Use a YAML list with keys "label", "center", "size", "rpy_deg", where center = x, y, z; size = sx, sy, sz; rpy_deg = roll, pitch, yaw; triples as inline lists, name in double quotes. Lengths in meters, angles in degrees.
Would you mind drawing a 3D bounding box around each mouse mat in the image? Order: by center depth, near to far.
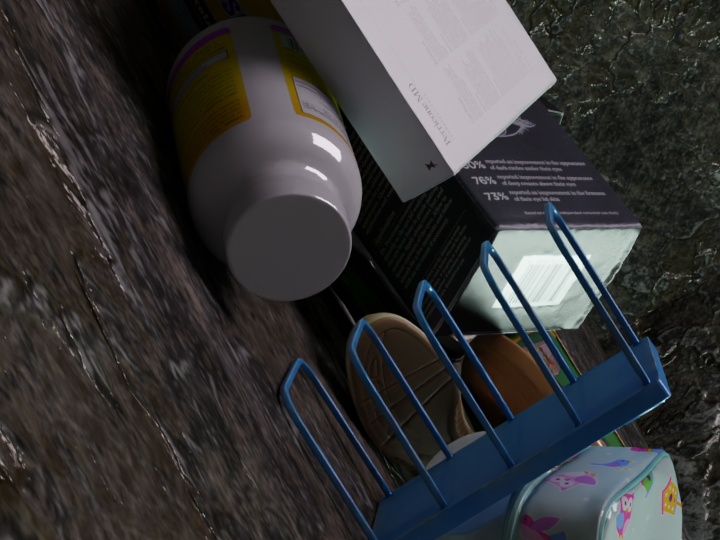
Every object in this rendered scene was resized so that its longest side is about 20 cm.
- label: "mouse mat"
  center: [0.011, 0.030, 1.678]
  size: [0.161, 0.008, 0.200]
  rpy_deg: [36, -17, 52]

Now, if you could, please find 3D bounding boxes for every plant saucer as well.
- label: "plant saucer"
  center: [0.129, 0.136, 1.675]
  size: [0.200, 0.037, 0.200]
  rpy_deg: [54, -13, 19]

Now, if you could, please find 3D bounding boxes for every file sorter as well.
- label: "file sorter"
  center: [0.067, 0.064, 1.412]
  size: [0.123, 0.200, 0.139]
  rpy_deg: [58, 8, -6]

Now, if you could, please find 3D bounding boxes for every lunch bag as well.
- label: "lunch bag"
  center: [0.133, 0.205, 1.420]
  size: [0.160, 0.077, 0.201]
  rpy_deg: [-22, 115, -59]

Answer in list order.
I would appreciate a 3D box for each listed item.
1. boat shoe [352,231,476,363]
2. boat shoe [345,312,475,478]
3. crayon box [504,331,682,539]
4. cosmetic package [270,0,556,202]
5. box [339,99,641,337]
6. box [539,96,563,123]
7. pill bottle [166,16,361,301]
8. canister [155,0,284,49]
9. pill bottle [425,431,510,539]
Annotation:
- label: "boat shoe"
  center: [0.000, 0.000, 1.736]
  size: [0.200, 0.063, 0.073]
  rpy_deg: [43, 37, -3]
- label: "boat shoe"
  center: [0.037, 0.095, 1.613]
  size: [0.200, 0.072, 0.065]
  rpy_deg: [56, -2, -39]
- label: "crayon box"
  center: [0.165, 0.137, 1.845]
  size: [0.200, 0.058, 0.173]
  rpy_deg: [58, -5, -1]
- label: "cosmetic package"
  center: [0.022, -0.163, 1.466]
  size: [0.200, 0.052, 0.151]
  rpy_deg: [57, 38, -7]
- label: "box"
  center: [0.074, -0.059, 1.665]
  size: [0.148, 0.105, 0.200]
  rpy_deg: [-1, 43, -40]
- label: "box"
  center: [0.080, -0.071, 1.933]
  size: [0.047, 0.201, 0.193]
  rpy_deg: [9, 19, -25]
- label: "pill bottle"
  center: [-0.057, -0.066, 1.417]
  size: [0.104, 0.104, 0.200]
  rpy_deg: [56, 9, -32]
- label: "canister"
  center: [-0.056, -0.179, 1.599]
  size: [0.149, 0.086, 0.200]
  rpy_deg: [58, -22, -5]
- label: "pill bottle"
  center: [0.114, 0.199, 1.560]
  size: [0.200, 0.111, 0.111]
  rpy_deg: [55, 9, -38]
